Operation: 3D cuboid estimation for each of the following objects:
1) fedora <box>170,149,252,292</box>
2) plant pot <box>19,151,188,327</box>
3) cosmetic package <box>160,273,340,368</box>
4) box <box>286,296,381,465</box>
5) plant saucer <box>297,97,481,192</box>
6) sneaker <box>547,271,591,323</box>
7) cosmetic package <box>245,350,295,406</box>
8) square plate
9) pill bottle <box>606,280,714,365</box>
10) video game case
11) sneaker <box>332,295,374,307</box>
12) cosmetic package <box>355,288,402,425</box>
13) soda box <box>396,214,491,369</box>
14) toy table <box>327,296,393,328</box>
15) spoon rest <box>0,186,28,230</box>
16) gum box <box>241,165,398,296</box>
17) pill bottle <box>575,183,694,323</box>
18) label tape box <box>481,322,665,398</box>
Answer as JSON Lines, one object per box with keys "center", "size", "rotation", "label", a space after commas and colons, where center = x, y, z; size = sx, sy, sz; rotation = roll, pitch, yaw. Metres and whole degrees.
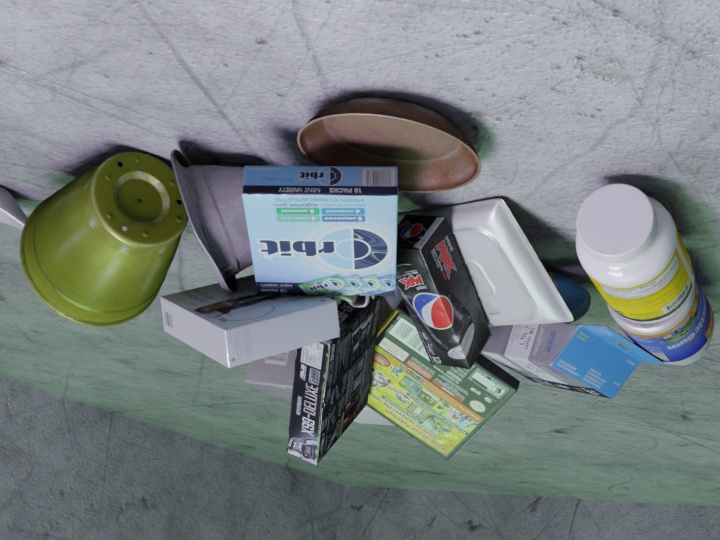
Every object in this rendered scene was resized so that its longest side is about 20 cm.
{"center": [-0.157, -0.070, 1.471], "size": [0.090, 0.177, 0.200], "rotation": [-19, 147, -3], "label": "fedora"}
{"center": [-0.312, -0.053, 1.543], "size": [0.199, 0.201, 0.193], "rotation": [18, 151, -24], "label": "plant pot"}
{"center": [-0.139, 0.056, 1.478], "size": [0.150, 0.052, 0.200], "rotation": [-12, -164, -30], "label": "cosmetic package"}
{"center": [-0.033, 0.132, 1.595], "size": [0.050, 0.158, 0.201], "rotation": [19, 124, 19], "label": "box"}
{"center": [0.033, -0.138, 1.289], "size": [0.199, 0.037, 0.201], "rotation": [10, 162, 3], "label": "plant saucer"}
{"center": [0.218, 0.019, 1.610], "size": [0.199, 0.080, 0.131], "rotation": [9, 164, 1], "label": "sneaker"}
{"center": [-0.081, 0.137, 1.730], "size": [0.090, 0.107, 0.200], "rotation": [4, 162, 19], "label": "cosmetic package"}
{"center": [0.146, 0.003, 1.529], "size": [0.199, 0.028, 0.199], "rotation": [-7, 125, 47], "label": "square plate"}
{"center": [0.398, 0.058, 1.566], "size": [0.112, 0.113, 0.200], "rotation": [1, 161, 29], "label": "pill bottle"}
{"center": [0.091, 0.156, 1.677], "size": [0.200, 0.026, 0.181], "rotation": [34, 128, -5], "label": "video game case"}
{"center": [0.000, 0.000, 1.568], "size": [0.075, 0.093, 0.200], "rotation": [-8, -178, 25], "label": "sneaker"}
{"center": [0.067, 0.130, 1.844], "size": [0.199, 0.201, 0.123], "rotation": [-2, 160, 34], "label": "cosmetic package"}
{"center": [0.098, 0.028, 1.513], "size": [0.063, 0.071, 0.201], "rotation": [5, 133, 38], "label": "soda box"}
{"center": [-0.020, 0.033, 1.732], "size": [0.183, 0.118, 0.200], "rotation": [-2, 160, 36], "label": "toy table"}
{"center": [-0.494, -0.084, 1.737], "size": [0.199, 0.061, 0.099], "rotation": [8, 163, 6], "label": "spoon rest"}
{"center": [-0.042, -0.042, 1.377], "size": [0.169, 0.045, 0.200], "rotation": [0, 145, 2], "label": "gum box"}
{"center": [0.310, -0.021, 1.369], "size": [0.112, 0.113, 0.200], "rotation": [2, 160, 25], "label": "pill bottle"}
{"center": [0.278, 0.116, 1.600], "size": [0.144, 0.064, 0.199], "rotation": [28, 166, -38], "label": "label tape box"}
